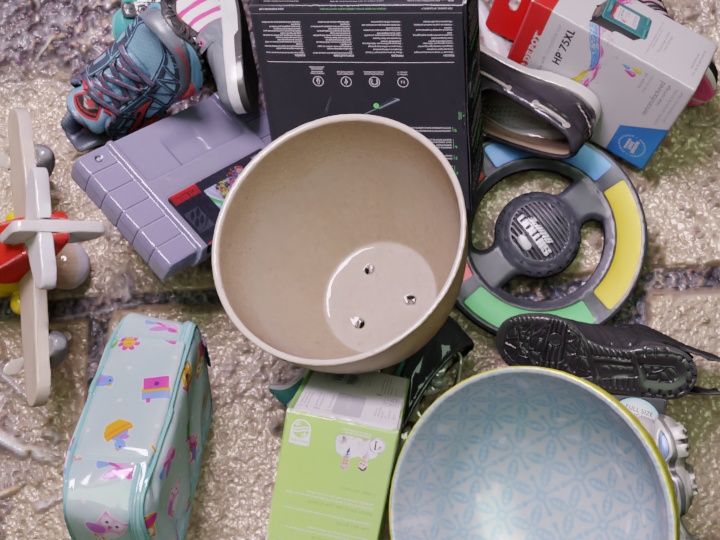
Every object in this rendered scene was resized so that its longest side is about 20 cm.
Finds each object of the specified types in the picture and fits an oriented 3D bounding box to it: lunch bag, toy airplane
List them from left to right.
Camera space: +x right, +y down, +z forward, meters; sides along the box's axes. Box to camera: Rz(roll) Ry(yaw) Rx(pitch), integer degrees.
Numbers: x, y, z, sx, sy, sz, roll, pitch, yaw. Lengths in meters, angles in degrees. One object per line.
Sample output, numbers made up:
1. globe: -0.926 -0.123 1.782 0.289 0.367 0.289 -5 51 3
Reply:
1. toy airplane: -0.287 -0.015 0.931 0.199 0.141 0.201 38 107 32
2. lunch bag: -0.171 0.145 0.870 0.076 0.161 0.201 4 48 7

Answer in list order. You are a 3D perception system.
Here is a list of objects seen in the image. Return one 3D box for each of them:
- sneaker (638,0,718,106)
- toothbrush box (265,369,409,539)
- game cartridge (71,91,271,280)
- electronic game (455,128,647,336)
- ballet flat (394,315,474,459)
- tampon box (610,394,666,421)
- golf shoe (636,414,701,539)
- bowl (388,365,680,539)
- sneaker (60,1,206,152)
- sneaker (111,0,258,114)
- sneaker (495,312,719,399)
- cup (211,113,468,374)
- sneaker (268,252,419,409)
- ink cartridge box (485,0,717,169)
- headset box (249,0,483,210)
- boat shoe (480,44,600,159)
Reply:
1. sneaker: 0.259 -0.238 0.991 0.199 0.074 0.088 38 60 -3
2. toothbrush box: -0.022 0.188 0.823 0.085 0.146 0.203 9 101 4
3. game cartridge: -0.136 -0.083 0.940 0.130 0.039 0.200 44 47 12
4. electronic game: 0.161 -0.032 0.971 0.197 0.042 0.203 0 79 1
5. ballet flat: 0.040 0.131 0.931 0.073 0.073 0.201 29 79 7
6. tampon box: 0.163 0.204 0.881 0.148 0.126 0.203 4 79 1
7. golf shoe: 0.210 0.211 0.790 0.096 0.078 0.202 -12 74 15
8. bowl: 0.129 0.166 0.740 0.198 0.107 0.203 -2 85 29
9. sneaker: -0.202 -0.153 0.923 0.095 0.200 0.080 -39 93 -34
10. sneaker: -0.164 -0.212 0.979 0.119 0.084 0.202 -15 54 1
11. sneaker: 0.217 0.074 0.918 0.197 0.104 0.061 11 96 12
12. cup: 0.000 0.000 0.853 0.198 0.143 0.203 -7 66 15
13. sneaker: -0.011 0.043 0.946 0.093 0.070 0.201 26 83 1
14. ink cartridge box: 0.199 -0.192 0.957 0.199 0.117 0.067 31 59 7
15. headset box: 0.013 -0.148 0.895 0.172 0.202 0.093 2 38 13
16. boat shoe: 0.114 -0.152 0.963 0.198 0.074 0.061 23 54 16
